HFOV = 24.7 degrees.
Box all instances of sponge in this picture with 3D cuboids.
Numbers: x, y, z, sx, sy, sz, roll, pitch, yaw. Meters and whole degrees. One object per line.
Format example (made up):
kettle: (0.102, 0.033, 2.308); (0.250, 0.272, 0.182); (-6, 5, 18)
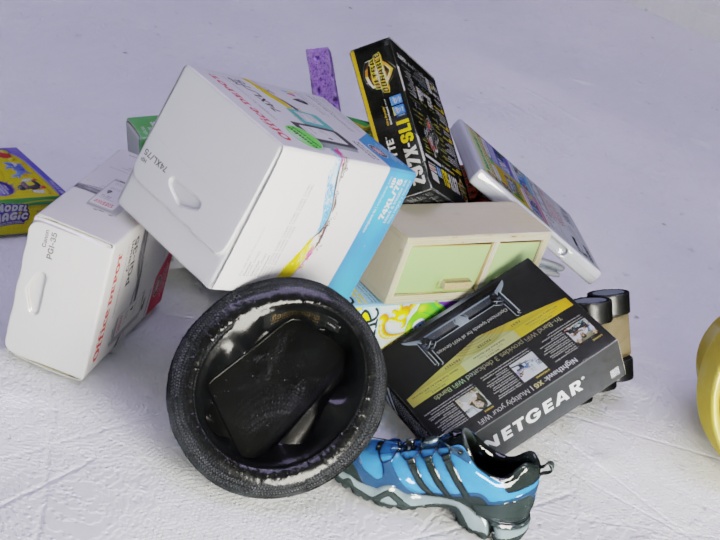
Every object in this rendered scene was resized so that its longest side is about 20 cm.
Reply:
sponge: (-0.029, -0.128, 1.777); (0.029, 0.202, 0.112); (-8, -13, -1)

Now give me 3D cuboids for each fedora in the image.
fedora: (-0.078, 0.107, 1.439); (0.198, 0.203, 0.092); (13, -15, -12)

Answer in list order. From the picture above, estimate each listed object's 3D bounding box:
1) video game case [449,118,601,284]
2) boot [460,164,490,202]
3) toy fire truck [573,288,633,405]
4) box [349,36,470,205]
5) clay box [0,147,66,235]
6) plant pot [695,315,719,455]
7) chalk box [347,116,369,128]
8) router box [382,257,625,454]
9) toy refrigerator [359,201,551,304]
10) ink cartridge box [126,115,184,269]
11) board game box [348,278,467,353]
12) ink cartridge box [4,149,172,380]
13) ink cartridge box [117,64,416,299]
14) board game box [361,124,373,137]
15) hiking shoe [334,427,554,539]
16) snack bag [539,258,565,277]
video game case: (0.180, -0.079, 1.826); (0.182, 0.022, 0.200); (39, 14, -16)
boot: (0.128, -0.077, 1.873); (0.075, 0.108, 0.199); (23, -7, -29)
toy fire truck: (0.173, 0.062, 1.752); (0.198, 0.130, 0.175); (0, 9, 32)
box: (0.055, -0.138, 1.688); (0.049, 0.162, 0.200); (-16, -9, 14)
clay box: (-0.415, -0.080, 1.689); (0.199, 0.048, 0.115); (-6, 34, -44)
plant pot: (0.438, 0.116, 1.730); (0.198, 0.203, 0.189); (15, 8, -7)
chalk box: (-0.093, -0.120, 1.907); (0.198, 0.126, 0.124); (14, 24, -12)
router box: (0.129, 0.093, 1.579); (0.199, 0.053, 0.157); (-31, 42, -11)
toy refrigerator: (0.093, -0.018, 1.634); (0.198, 0.077, 0.070); (-3, 34, -41)
ink cartridge box: (-0.137, -0.090, 1.721); (0.198, 0.148, 0.084); (-8, 20, -17)
board game box: (0.003, 0.048, 1.648); (0.198, 0.104, 0.105); (-2, 33, -39)
ink cartridge box: (-0.243, -0.008, 1.538); (0.082, 0.148, 0.200); (21, 25, 7)
ink cartridge box: (-0.084, -0.075, 1.487); (0.147, 0.147, 0.199); (40, 20, 31)
board game box: (0.027, -0.105, 1.761); (0.047, 0.103, 0.200); (-10, 8, 14)
hiking shoe: (0.066, 0.169, 1.460); (0.198, 0.087, 0.075); (17, 24, -3)
snack bag: (0.098, -0.022, 1.835); (0.187, 0.022, 0.199); (16, -7, -31)
